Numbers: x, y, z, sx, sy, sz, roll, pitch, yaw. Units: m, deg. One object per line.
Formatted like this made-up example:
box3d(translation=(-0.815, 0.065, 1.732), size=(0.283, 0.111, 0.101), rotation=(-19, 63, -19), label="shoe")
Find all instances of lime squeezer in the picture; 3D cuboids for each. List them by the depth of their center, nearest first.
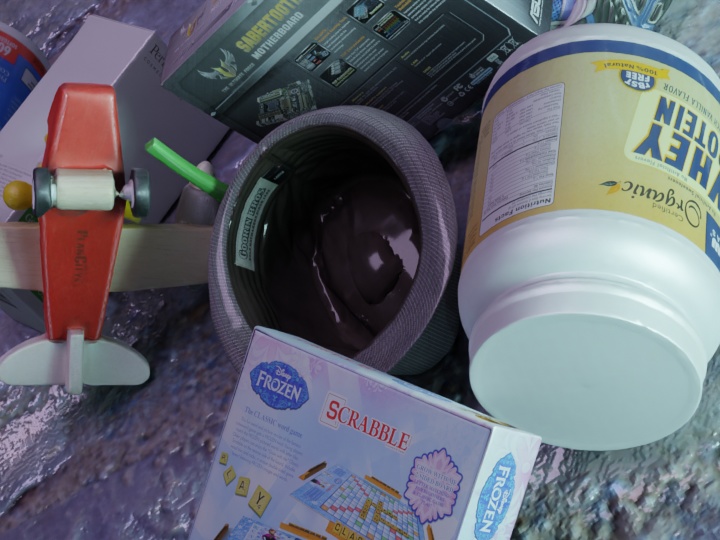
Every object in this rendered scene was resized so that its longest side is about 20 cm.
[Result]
box3d(translation=(-0.062, -0.054, 1.402), size=(0.038, 0.200, 0.071), rotation=(-11, 89, 31), label="lime squeezer")

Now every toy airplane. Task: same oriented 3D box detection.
box3d(translation=(-0.183, -0.021, 1.421), size=(0.199, 0.200, 0.141), rotation=(-36, 38, 17), label="toy airplane")

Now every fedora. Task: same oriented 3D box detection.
box3d(translation=(0.000, 0.000, 1.315), size=(0.177, 0.090, 0.200), rotation=(-49, 51, 13), label="fedora")

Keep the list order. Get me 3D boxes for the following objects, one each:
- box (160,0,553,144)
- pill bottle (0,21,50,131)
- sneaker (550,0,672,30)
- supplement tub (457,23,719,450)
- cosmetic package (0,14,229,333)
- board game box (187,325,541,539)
box3d(translation=(-0.004, -0.143, 1.362), size=(0.200, 0.158, 0.048), rotation=(-39, 30, 40), label="box")
box3d(translation=(-0.308, -0.083, 1.635), size=(0.112, 0.112, 0.201), rotation=(-10, 49, 32), label="pill bottle")
box3d(translation=(0.136, -0.132, 1.370), size=(0.200, 0.076, 0.077), rotation=(-60, 19, -20), label="sneaker")
box3d(translation=(0.129, -0.018, 1.199), size=(0.144, 0.144, 0.201), rotation=(-15, 46, 28), label="supplement tub")
box3d(translation=(-0.195, -0.065, 1.533), size=(0.085, 0.108, 0.200), rotation=(20, 69, 47), label="cosmetic package")
box3d(translation=(-0.013, 0.152, 1.179), size=(0.200, 0.041, 0.200), rotation=(21, 94, 47), label="board game box")
